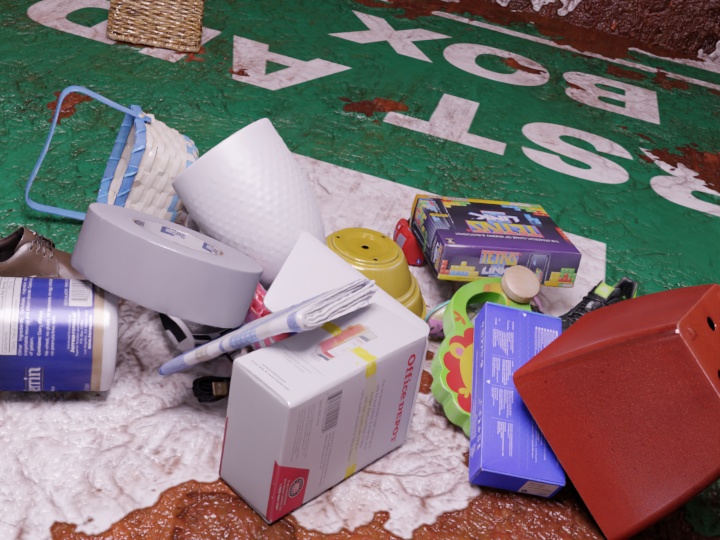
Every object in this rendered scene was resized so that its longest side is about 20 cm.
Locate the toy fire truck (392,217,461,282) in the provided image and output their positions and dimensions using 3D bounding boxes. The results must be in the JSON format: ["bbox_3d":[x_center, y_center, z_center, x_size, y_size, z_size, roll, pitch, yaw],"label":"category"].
[{"bbox_3d":[0.152,-0.015,1.351,0.197,0.049,0.142,6,30,-12],"label":"toy fire truck"}]

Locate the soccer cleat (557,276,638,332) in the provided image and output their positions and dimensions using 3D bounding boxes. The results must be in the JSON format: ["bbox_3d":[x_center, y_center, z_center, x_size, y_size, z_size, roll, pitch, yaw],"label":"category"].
[{"bbox_3d":[0.307,0.059,1.252,0.067,0.082,0.199,33,36,32],"label":"soccer cleat"}]

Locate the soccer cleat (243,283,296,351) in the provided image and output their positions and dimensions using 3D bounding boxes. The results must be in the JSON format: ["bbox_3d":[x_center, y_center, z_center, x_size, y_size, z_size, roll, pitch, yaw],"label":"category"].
[{"bbox_3d":[-0.122,0.046,1.104,0.199,0.077,0.066,31,51,33],"label":"soccer cleat"}]

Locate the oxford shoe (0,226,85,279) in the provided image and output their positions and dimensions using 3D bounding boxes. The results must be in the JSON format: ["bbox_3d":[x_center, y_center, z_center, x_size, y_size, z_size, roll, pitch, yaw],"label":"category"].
[{"bbox_3d":[-0.376,-0.007,1.101,0.198,0.085,0.073,-2,31,-27],"label":"oxford shoe"}]

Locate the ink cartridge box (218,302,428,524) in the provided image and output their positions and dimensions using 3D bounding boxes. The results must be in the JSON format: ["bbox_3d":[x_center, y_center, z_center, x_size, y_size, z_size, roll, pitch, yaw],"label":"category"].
[{"bbox_3d":[-0.035,0.135,0.930,0.083,0.147,0.199,31,34,33],"label":"ink cartridge box"}]

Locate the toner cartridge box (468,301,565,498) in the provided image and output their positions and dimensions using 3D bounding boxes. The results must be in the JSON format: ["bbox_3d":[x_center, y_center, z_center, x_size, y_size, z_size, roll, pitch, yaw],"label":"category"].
[{"bbox_3d":[0.171,0.138,1.018,0.094,0.043,0.202,13,56,-8],"label":"toner cartridge box"}]

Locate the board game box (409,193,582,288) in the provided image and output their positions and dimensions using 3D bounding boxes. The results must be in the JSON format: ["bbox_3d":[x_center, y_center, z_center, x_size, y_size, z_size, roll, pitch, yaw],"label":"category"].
[{"bbox_3d":[0.182,-0.043,1.294,0.197,0.057,0.166,3,26,-15],"label":"board game box"}]

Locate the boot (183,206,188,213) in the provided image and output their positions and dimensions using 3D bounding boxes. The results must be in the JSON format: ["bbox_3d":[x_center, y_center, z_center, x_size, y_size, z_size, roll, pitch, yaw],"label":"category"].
[{"bbox_3d":[-0.163,-0.091,1.330,0.199,0.074,0.095,32,42,32],"label":"boot"}]

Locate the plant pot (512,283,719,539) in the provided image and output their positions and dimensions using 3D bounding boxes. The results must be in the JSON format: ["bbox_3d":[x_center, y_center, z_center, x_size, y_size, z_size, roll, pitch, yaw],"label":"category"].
[{"bbox_3d":[0.312,0.126,0.963,0.199,0.176,0.201,-27,83,-48],"label":"plant pot"}]

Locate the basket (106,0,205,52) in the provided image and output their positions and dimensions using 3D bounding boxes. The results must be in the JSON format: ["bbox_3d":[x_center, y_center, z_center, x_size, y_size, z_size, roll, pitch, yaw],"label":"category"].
[{"bbox_3d":[-0.436,-0.535,1.993,0.197,0.151,0.143,6,-3,-12],"label":"basket"}]

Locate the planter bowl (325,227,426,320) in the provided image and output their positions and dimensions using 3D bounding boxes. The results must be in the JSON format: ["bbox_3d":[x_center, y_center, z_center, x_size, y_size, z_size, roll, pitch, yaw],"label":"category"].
[{"bbox_3d":[0.000,0.000,1.233,0.198,0.084,0.201,10,30,-6],"label":"planter bowl"}]

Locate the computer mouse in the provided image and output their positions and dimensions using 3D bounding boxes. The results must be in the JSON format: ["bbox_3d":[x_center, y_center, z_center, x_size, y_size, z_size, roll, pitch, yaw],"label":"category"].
[{"bbox_3d":[-0.173,0.084,1.066,0.109,0.044,0.200,-8,39,-36],"label":"computer mouse"}]

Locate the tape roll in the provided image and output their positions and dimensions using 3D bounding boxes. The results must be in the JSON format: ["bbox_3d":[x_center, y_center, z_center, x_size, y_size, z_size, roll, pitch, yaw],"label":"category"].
[{"bbox_3d":[-0.208,-0.007,1.013,0.198,0.067,0.200,21,6,-2],"label":"tape roll"}]

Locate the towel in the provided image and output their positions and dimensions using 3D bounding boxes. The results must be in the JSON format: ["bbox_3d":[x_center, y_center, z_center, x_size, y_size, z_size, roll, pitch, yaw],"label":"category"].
[{"bbox_3d":[-0.092,0.059,0.945,0.198,0.024,0.146,-22,2,32],"label":"towel"}]

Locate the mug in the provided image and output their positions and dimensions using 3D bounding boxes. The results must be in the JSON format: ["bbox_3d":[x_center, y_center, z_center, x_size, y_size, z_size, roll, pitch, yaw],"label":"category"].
[{"bbox_3d":[-0.145,-0.064,1.180,0.176,0.199,0.148,56,34,-4],"label":"mug"}]

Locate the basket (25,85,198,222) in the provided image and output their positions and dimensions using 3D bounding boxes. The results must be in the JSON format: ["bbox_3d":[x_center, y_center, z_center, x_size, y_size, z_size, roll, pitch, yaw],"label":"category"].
[{"bbox_3d":[-0.330,-0.135,1.251,0.198,0.177,0.139,17,25,-32],"label":"basket"}]

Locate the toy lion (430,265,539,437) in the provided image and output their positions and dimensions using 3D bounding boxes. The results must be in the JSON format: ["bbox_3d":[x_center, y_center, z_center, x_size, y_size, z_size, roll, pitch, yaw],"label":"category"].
[{"bbox_3d":[0.159,0.103,1.096,0.190,0.069,0.202,-10,60,-30],"label":"toy lion"}]

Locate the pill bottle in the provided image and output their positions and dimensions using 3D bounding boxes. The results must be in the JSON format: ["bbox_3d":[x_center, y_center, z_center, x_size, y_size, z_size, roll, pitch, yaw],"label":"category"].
[{"bbox_3d":[-0.352,0.065,0.954,0.197,0.117,0.116,3,31,-17],"label":"pill bottle"}]

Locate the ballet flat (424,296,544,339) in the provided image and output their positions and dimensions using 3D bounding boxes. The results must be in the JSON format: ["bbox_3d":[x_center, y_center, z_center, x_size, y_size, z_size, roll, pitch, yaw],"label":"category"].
[{"bbox_3d":[0.173,0.062,1.220,0.198,0.070,0.071,-13,50,-40],"label":"ballet flat"}]

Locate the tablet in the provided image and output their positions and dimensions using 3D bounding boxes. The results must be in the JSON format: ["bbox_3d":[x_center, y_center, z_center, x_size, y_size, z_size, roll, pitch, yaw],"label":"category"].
[{"bbox_3d":[-0.011,0.053,1.091,0.199,0.014,0.131,38,47,-11],"label":"tablet"}]
